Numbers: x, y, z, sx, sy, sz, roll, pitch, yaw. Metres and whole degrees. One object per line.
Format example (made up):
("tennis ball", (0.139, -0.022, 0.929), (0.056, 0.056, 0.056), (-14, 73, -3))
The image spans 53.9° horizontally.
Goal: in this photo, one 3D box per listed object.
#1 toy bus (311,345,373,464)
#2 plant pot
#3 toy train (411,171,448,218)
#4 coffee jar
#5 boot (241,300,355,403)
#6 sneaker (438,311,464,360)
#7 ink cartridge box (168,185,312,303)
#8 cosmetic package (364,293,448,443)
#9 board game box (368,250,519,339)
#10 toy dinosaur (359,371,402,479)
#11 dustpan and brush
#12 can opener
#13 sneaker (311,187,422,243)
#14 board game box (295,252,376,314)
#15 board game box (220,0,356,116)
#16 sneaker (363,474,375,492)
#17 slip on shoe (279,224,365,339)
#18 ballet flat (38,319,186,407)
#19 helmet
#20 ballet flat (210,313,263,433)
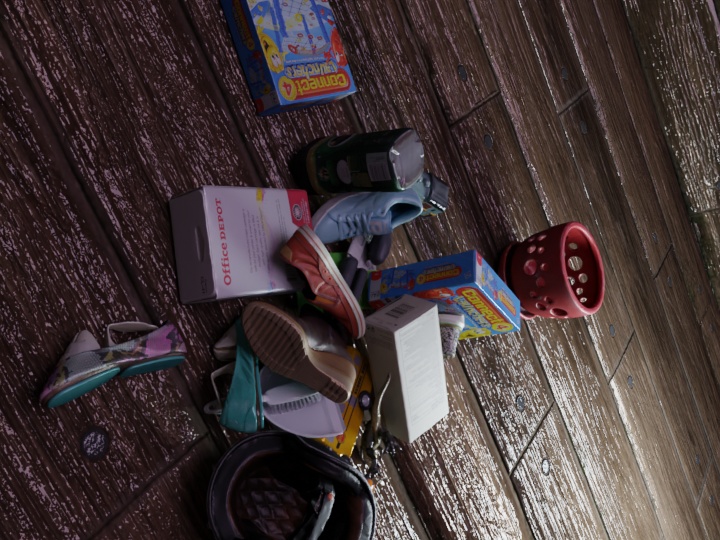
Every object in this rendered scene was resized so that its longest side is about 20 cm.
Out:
("toy bus", (-0.040, 0.222, 1.078), (0.078, 0.064, 0.202), (44, 50, -32))
("plant pot", (0.413, 0.008, 1.561), (0.199, 0.181, 0.204), (15, 70, -46))
("toy train", (0.068, -0.151, 1.259), (0.199, 0.113, 0.087), (26, 61, -42))
("coffee jar", (-0.006, -0.169, 1.115), (0.104, 0.197, 0.086), (-43, 126, -45))
("boot", (-0.087, 0.089, 0.998), (0.200, 0.072, 0.167), (44, 13, -20))
("sneaker", (0.113, 0.139, 1.191), (0.076, 0.201, 0.090), (11, 61, -10))
("ink cartridge box", (-0.158, -0.037, 0.993), (0.198, 0.085, 0.150), (-4, 84, -49))
("cosmetic package", (0.073, 0.152, 1.106), (0.104, 0.071, 0.203), (-26, 119, -37))
("board game box", (0.144, 0.053, 1.198), (0.200, 0.193, 0.057), (39, 48, -46))
("toy dinosaur", (0.027, 0.256, 1.078), (0.047, 0.202, 0.089), (0, 40, -15))
("dustpan and brush", (-0.122, 0.179, 0.990), (0.197, 0.057, 0.141), (-10, 66, -22))
("can opener", (0.000, 0.000, 1.139), (0.053, 0.066, 0.202), (47, 43, -29))
("sneaker", (0.011, -0.087, 1.142), (0.198, 0.082, 0.075), (-26, 130, -15))
("board game box", (-0.041, 0.020, 1.158), (0.199, 0.030, 0.097), (-1, 81, -52))
("board game box", (-0.113, -0.367, 1.151), (0.199, 0.055, 0.199), (-27, 101, -49))
("sneaker", (-0.018, 0.388, 1.015), (0.199, 0.111, 0.079), (-38, 142, -39))
("slip on shoe", (-0.052, 0.026, 1.001), (0.061, 0.074, 0.201), (-37, 126, -9))
("ballet flat", (-0.293, 0.099, 0.829), (0.199, 0.069, 0.072), (-16, 74, -53))
("helmet", (-0.096, 0.303, 0.900), (0.198, 0.189, 0.204), (-2, 93, -48))
("ballet flat", (-0.165, 0.124, 0.949), (0.069, 0.068, 0.202), (1, 47, -9))
